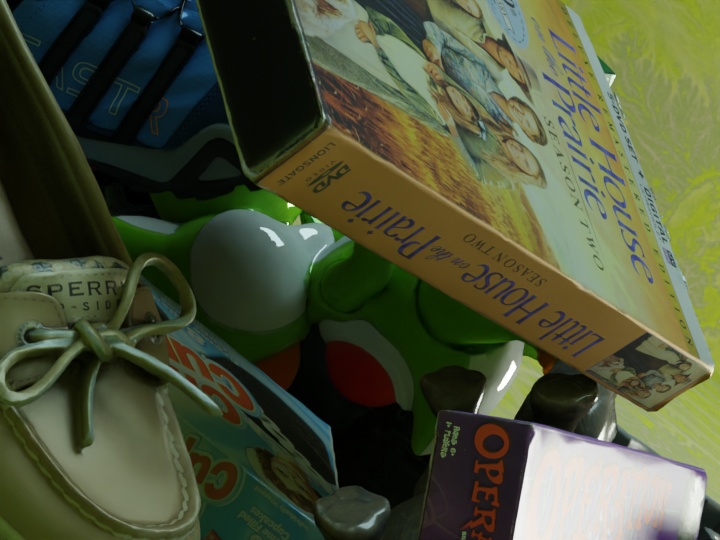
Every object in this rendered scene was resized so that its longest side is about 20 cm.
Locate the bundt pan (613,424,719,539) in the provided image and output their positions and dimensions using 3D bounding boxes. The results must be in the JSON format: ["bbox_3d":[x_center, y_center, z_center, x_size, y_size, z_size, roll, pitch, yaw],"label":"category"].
[{"bbox_3d":[0.122,0.138,0.932,0.202,0.076,0.202,40,7,-6],"label":"bundt pan"}]

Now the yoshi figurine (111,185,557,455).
[{"bbox_3d":[0.002,-0.016,0.849,0.198,0.113,0.112,7,35,5],"label":"yoshi figurine"}]

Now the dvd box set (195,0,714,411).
[{"bbox_3d":[0.022,-0.053,0.685,0.200,0.029,0.147,30,35,-48],"label":"dvd box set"}]

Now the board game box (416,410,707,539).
[{"bbox_3d":[0.052,0.104,0.641,0.032,0.121,0.200,4,-6,21],"label":"board game box"}]

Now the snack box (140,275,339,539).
[{"bbox_3d":[-0.092,0.017,0.722,0.200,0.037,0.116,39,9,-12],"label":"snack box"}]

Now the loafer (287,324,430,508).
[{"bbox_3d":[-0.002,0.031,0.955,0.068,0.070,0.201,39,7,-25],"label":"loafer"}]

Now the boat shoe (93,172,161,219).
[{"bbox_3d":[-0.082,-0.044,0.990,0.070,0.066,0.200,39,-16,5],"label":"boat shoe"}]

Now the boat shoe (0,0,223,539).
[{"bbox_3d":[-0.093,-0.006,0.611,0.073,0.063,0.201,-5,57,-52],"label":"boat shoe"}]

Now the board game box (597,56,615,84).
[{"bbox_3d":[-0.008,-0.114,0.953,0.199,0.029,0.135,3,37,-43],"label":"board game box"}]

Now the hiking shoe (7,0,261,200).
[{"bbox_3d":[-0.068,-0.073,0.782,0.075,0.198,0.087,-74,153,-61],"label":"hiking shoe"}]

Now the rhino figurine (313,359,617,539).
[{"bbox_3d":[0.042,0.073,0.720,0.059,0.088,0.200,11,24,21],"label":"rhino figurine"}]
